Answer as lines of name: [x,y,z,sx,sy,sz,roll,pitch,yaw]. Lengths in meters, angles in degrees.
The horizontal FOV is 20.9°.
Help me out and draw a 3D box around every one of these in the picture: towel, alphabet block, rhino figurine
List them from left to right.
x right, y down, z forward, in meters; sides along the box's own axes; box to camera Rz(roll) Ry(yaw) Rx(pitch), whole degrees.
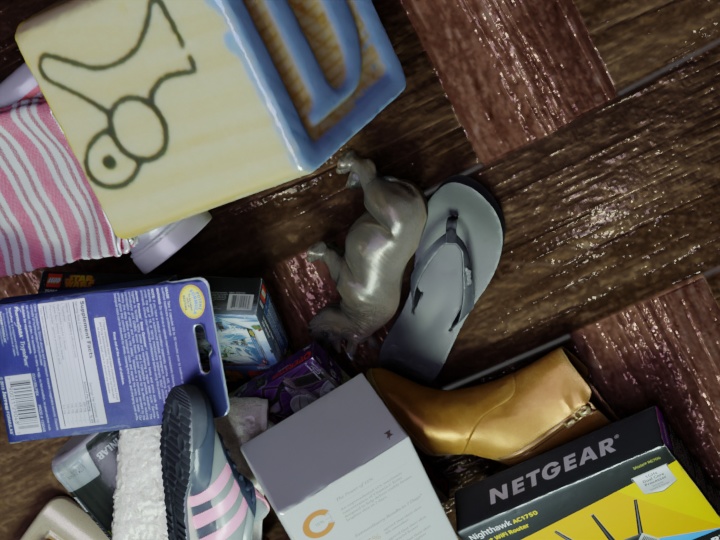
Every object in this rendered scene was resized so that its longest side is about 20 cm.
towel: [-0.284,-0.065,1.626,0.199,0.030,0.147,-9,116,41]
towel: [-0.149,0.204,1.677,0.131,0.034,0.202,4,100,-2]
alphabet block: [-0.114,-0.167,1.537,0.199,0.196,0.197,-16,105,34]
rhino figurine: [0.000,0.000,1.661,0.087,0.060,0.201,28,117,20]

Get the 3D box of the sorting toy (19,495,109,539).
sorting toy: [-0.273,0.340,1.877,0.185,0.037,0.200,37,114,-2]

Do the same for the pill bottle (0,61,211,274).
pill bottle: [-0.218,-0.098,1.655,0.112,0.113,0.200,-36,99,23]

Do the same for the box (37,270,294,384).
box: [-0.168,0.051,1.699,0.198,0.040,0.137,2,151,12]

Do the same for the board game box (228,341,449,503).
board game box: [-0.026,0.161,1.724,0.120,0.032,0.200,-30,119,26]

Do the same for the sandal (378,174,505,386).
sandal: [0.071,0.016,1.667,0.075,0.043,0.202,19,114,6]

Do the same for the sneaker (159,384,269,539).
sneaker: [-0.118,0.178,1.615,0.081,0.070,0.202,-13,119,-23]

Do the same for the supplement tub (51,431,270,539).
supplement tub: [-0.173,0.210,1.757,0.122,0.123,0.200,-35,99,23]

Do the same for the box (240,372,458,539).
box: [0.001,0.209,1.646,0.124,0.098,0.201,-30,129,-7]

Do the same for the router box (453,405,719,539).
router box: [0.200,0.212,1.674,0.199,0.051,0.149,-26,128,19]

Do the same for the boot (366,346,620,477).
boot: [0.118,0.109,1.677,0.201,0.071,0.144,40,108,-17]

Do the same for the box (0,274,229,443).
box: [-0.208,0.073,1.628,0.198,0.032,0.122,-7,99,13]
